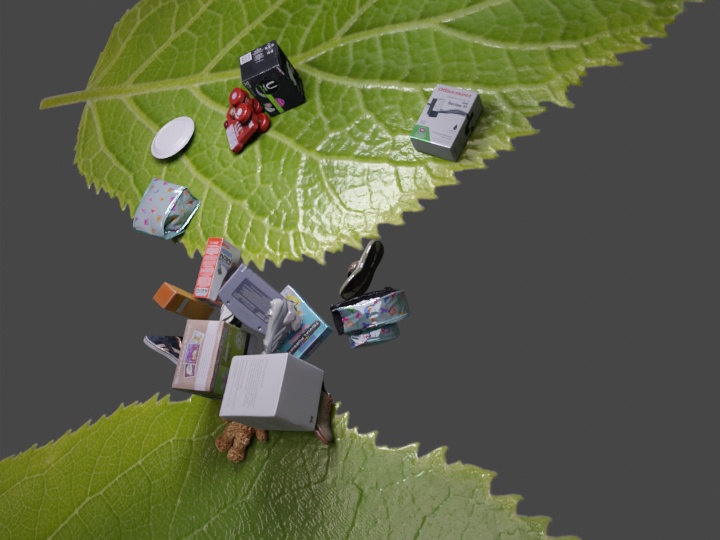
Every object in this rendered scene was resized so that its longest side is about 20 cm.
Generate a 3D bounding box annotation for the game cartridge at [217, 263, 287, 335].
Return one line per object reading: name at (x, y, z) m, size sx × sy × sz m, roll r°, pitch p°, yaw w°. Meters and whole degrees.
game cartridge at (-0.308, 0.092, 1.652) m, size 0.200 × 0.042 × 0.133 m, roll 41°, pitch 93°, yaw -10°

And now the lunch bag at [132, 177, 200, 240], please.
lunch bag at (-0.691, -0.204, 1.995) m, size 0.170 × 0.122 × 0.201 m, roll 16°, pitch 71°, yaw 26°

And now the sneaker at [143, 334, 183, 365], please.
sneaker at (-0.596, 0.240, 1.806) m, size 0.199 × 0.078 × 0.080 m, roll 27°, pitch 86°, yaw 18°

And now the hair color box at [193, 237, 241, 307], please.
hair color box at (-0.456, 0.008, 1.818) m, size 0.064 × 0.111 × 0.201 m, roll 3°, pitch 72°, yaw 24°

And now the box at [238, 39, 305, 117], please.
box at (-0.304, -0.660, 1.965) m, size 0.148 × 0.200 × 0.125 m, roll -19°, pitch 62°, yaw 15°

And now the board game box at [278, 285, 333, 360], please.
board game box at (-0.199, 0.164, 1.687) m, size 0.151 × 0.047 × 0.200 m, roll -47°, pitch 60°, yaw 0°

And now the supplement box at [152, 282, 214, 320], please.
supplement box at (-0.546, 0.104, 1.767) m, size 0.066 × 0.200 × 0.069 m, roll 34°, pitch 88°, yaw 29°

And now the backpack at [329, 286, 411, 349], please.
backpack at (0.039, 0.125, 1.532) m, size 0.199 × 0.178 × 0.151 m, roll -23°, pitch 85°, yaw 8°

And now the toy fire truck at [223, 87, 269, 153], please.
toy fire truck at (-0.431, -0.542, 2.035) m, size 0.168 × 0.112 × 0.201 m, roll -38°, pitch 58°, yaw 26°

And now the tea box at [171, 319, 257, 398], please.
tea box at (-0.418, 0.265, 1.652) m, size 0.133 × 0.197 × 0.201 m, roll 0°, pitch 70°, yaw 22°

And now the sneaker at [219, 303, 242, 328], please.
sneaker at (-0.374, 0.102, 1.748) m, size 0.200 × 0.076 × 0.116 m, roll -36°, pitch 56°, yaw 29°

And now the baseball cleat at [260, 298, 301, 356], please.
baseball cleat at (-0.226, 0.183, 1.623) m, size 0.106 × 0.070 × 0.201 m, roll 8°, pitch 100°, yaw -15°

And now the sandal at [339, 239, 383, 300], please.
sandal at (0.001, 0.000, 1.660) m, size 0.057 × 0.080 × 0.201 m, roll 17°, pitch 70°, yaw 45°

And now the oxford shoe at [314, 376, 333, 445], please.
oxford shoe at (-0.107, 0.374, 1.553) m, size 0.075 × 0.070 × 0.201 m, roll -28°, pitch 62°, yaw 8°

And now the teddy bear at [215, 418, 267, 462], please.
teddy bear at (-0.335, 0.447, 1.620) m, size 0.200 × 0.067 × 0.145 m, roll -40°, pitch 64°, yaw 4°

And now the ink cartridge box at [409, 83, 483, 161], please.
ink cartridge box at (0.260, -0.449, 1.714) m, size 0.146 × 0.083 × 0.201 m, roll 22°, pitch 79°, yaw 27°

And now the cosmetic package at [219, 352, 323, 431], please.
cosmetic package at (-0.232, 0.327, 1.508) m, size 0.199 × 0.167 × 0.167 m, roll -9°, pitch 60°, yaw 33°

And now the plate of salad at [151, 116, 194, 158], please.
plate of salad at (-0.711, -0.502, 2.161) m, size 0.199 × 0.048 × 0.201 m, roll -13°, pitch 56°, yaw 20°
